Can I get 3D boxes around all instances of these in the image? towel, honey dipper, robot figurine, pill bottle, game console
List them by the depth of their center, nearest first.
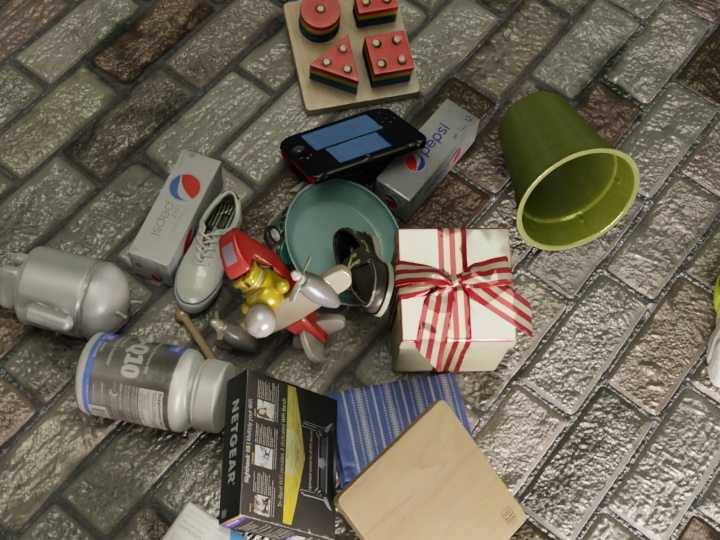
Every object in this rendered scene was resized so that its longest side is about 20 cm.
[{"bbox_3d":[-0.277,0.156,1.556,0.196,0.114,0.115,9,60,11],"label":"pill bottle"},{"bbox_3d":[0.055,0.224,1.602,0.196,0.024,0.147,-8,59,-10],"label":"towel"},{"bbox_3d":[-0.415,0.033,1.633,0.196,0.115,0.170,13,31,6],"label":"robot figurine"},{"bbox_3d":[-0.210,0.127,1.634,0.038,0.038,0.201,-28,63,-17],"label":"honey dipper"},{"bbox_3d":[-0.016,-0.197,1.777,0.197,0.032,0.177,-20,26,-14],"label":"game console"}]

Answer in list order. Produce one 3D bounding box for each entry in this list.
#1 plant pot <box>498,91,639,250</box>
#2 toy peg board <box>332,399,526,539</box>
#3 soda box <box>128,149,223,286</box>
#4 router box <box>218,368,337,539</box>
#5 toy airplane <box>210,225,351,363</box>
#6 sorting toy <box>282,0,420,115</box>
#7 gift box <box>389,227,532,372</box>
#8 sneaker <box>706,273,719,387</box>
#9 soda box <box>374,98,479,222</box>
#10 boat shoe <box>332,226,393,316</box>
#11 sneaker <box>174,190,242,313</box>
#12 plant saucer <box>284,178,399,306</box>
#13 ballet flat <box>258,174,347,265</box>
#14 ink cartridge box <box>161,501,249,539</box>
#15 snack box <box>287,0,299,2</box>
[{"bbox_3d":[0.299,-0.169,1.758,0.196,0.202,0.192,-13,48,-10],"label":"plant pot"},{"bbox_3d":[0.079,0.313,1.505,0.199,0.098,0.200,-39,97,-23],"label":"toy peg board"},{"bbox_3d":[-0.277,-0.082,1.734,0.067,0.064,0.202,18,60,8],"label":"soda box"},{"bbox_3d":[-0.105,0.250,1.512,0.156,0.052,0.203,24,52,-34],"label":"router box"},{"bbox_3d":[-0.115,0.054,1.585,0.196,0.203,0.142,16,34,11],"label":"toy airplane"},{"bbox_3d":[-0.014,-0.378,1.889,0.195,0.070,0.204,-11,73,-9],"label":"sorting toy"},{"bbox_3d":[0.132,0.054,1.593,0.181,0.187,0.204,-5,69,-5],"label":"gift box"},{"bbox_3d":[0.568,0.086,1.671,0.103,0.076,0.203,14,60,5],"label":"sneaker"},{"bbox_3d":[0.105,-0.175,1.805,0.068,0.064,0.201,33,64,15],"label":"soda box"},{"bbox_3d":[0.000,0.000,1.592,0.060,0.073,0.202,21,19,-18],"label":"boat shoe"},{"bbox_3d":[-0.228,-0.034,1.697,0.072,0.071,0.203,12,56,5],"label":"sneaker"},{"bbox_3d":[-0.028,-0.037,1.705,0.197,0.036,0.204,11,65,-24],"label":"plant saucer"},{"bbox_3d":[-0.095,-0.094,1.752,0.073,0.075,0.201,28,59,13],"label":"ballet flat"},{"bbox_3d":[-0.213,0.422,1.437,0.145,0.086,0.201,28,61,13],"label":"ink cartridge box"},{"bbox_3d":[-0.032,-0.509,2.004,0.198,0.037,0.117,-33,69,-19],"label":"snack box"}]
